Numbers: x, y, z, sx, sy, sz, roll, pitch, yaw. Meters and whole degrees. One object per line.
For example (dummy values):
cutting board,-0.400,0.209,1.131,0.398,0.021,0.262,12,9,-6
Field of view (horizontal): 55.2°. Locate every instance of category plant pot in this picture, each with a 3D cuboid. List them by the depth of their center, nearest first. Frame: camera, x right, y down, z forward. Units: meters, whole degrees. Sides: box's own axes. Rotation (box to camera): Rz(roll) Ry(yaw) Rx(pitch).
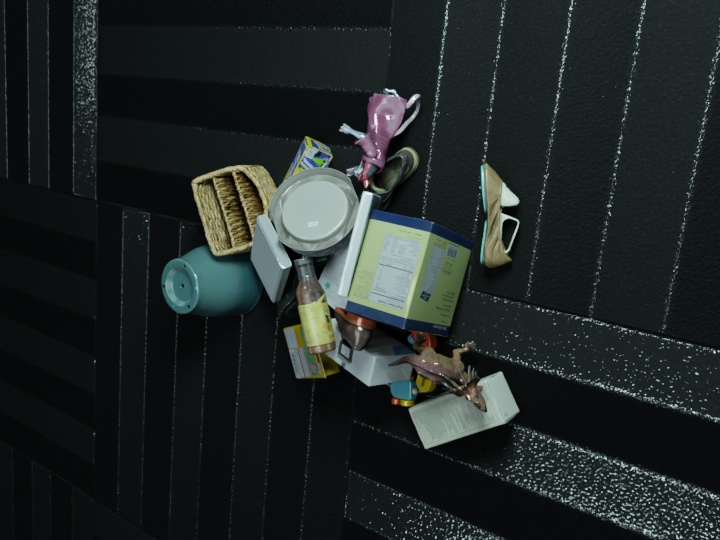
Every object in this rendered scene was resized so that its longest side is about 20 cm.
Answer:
plant pot,-0.377,0.028,1.706,0.200,0.188,0.200,6,101,34

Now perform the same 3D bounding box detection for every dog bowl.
dog bowl,-0.092,-0.119,1.460,0.200,0.059,0.200,-5,64,10

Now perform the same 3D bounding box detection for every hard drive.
hard drive,-0.203,-0.022,1.539,0.132,0.026,0.200,62,158,15

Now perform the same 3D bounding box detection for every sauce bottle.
sauce bottle,-0.099,0.073,1.439,0.066,0.066,0.200,-9,94,36

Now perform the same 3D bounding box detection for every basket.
basket,-0.283,-0.147,1.638,0.143,0.149,0.200,-19,85,36

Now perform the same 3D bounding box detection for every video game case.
video game case,0.001,-0.053,1.352,0.023,0.182,0.200,14,96,5

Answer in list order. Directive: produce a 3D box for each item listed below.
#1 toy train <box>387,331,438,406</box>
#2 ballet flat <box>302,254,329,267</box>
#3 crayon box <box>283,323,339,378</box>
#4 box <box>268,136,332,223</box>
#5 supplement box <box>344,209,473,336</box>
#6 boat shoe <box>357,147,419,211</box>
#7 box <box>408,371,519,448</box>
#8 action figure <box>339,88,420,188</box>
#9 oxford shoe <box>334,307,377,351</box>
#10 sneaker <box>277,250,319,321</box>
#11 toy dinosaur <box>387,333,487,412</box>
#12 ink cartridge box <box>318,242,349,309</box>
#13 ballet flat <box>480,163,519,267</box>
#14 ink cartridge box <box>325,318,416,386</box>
toy train,0.119,0.199,1.468,0.200,0.056,0.150,-52,51,35
ballet flat,-0.104,-0.061,1.550,0.200,0.068,0.068,-109,13,-57
crayon box,-0.109,0.180,1.571,0.200,0.052,0.126,-19,85,66
box,-0.137,-0.194,1.553,0.200,0.064,0.070,-59,22,21
supplement box,0.099,0.009,1.333,0.134,0.200,0.200,16,90,33
boat shoe,0.040,-0.181,1.454,0.073,0.065,0.200,49,122,17
box,0.208,0.285,1.398,0.200,0.078,0.095,-27,81,35
action figure,0.038,-0.256,1.402,0.149,0.134,0.200,7,72,11
oxford shoe,-0.022,0.118,1.391,0.071,0.200,0.073,17,88,-10
sneaker,-0.152,0.037,1.623,0.091,0.076,0.200,61,139,40
toy dinosaur,0.151,0.190,1.312,0.200,0.136,0.086,12,111,4
ink cartridge box,0.000,0.000,1.504,0.136,0.076,0.200,37,118,24
ballet flat,0.266,-0.104,1.314,0.072,0.068,0.200,1,98,15
ink cartridge box,0.008,0.168,1.471,0.200,0.116,0.067,29,113,48
